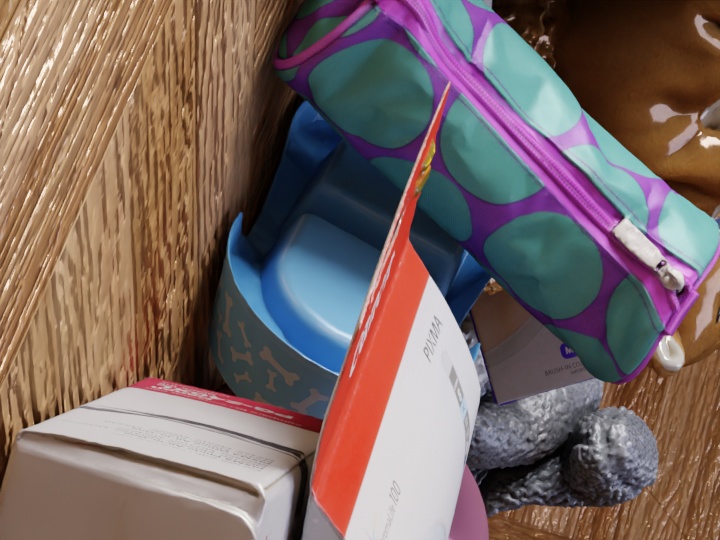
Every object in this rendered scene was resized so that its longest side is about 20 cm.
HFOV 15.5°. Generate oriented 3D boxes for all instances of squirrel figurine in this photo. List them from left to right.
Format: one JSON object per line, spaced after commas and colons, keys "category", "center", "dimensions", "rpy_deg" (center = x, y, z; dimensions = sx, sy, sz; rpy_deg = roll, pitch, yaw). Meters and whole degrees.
{"category": "squirrel figurine", "center": [0.114, -0.043, 1.252], "dimensions": [0.141, 0.199, 0.188], "rpy_deg": [-151, -122, -64]}

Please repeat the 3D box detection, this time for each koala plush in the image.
{"category": "koala plush", "center": [0.061, 0.037, 1.515], "dimensions": [0.200, 0.183, 0.178], "rpy_deg": [66, 13, -59]}

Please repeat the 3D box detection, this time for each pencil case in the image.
{"category": "pencil case", "center": [0.058, -0.049, 1.060], "dimensions": [0.085, 0.200, 0.092], "rpy_deg": [-52, -164, -14]}

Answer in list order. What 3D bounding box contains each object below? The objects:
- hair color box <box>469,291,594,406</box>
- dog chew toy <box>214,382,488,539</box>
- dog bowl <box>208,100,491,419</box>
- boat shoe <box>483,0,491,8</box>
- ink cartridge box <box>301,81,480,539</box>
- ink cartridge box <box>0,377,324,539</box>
{"category": "hair color box", "center": [0.094, -0.043, 1.357], "dimensions": [0.065, 0.109, 0.201], "rpy_deg": [-60, 134, -82]}
{"category": "dog chew toy", "center": [-0.018, 0.102, 1.144], "dimensions": [0.200, 0.124, 0.125], "rpy_deg": [54, 51, -61]}
{"category": "dog bowl", "center": [0.000, 0.000, 1.103], "dimensions": [0.050, 0.111, 0.200], "rpy_deg": [-60, -177, 35]}
{"category": "boat shoe", "center": [0.029, -0.149, 1.107], "dimensions": [0.200, 0.074, 0.069], "rpy_deg": [90, 23, -64]}
{"category": "ink cartridge box", "center": [0.015, 0.060, 0.907], "dimensions": [0.160, 0.047, 0.201], "rpy_deg": [-69, 173, -55]}
{"category": "ink cartridge box", "center": [-0.071, 0.120, 0.874], "dimensions": [0.200, 0.083, 0.146], "rpy_deg": [-13, 118, -83]}
